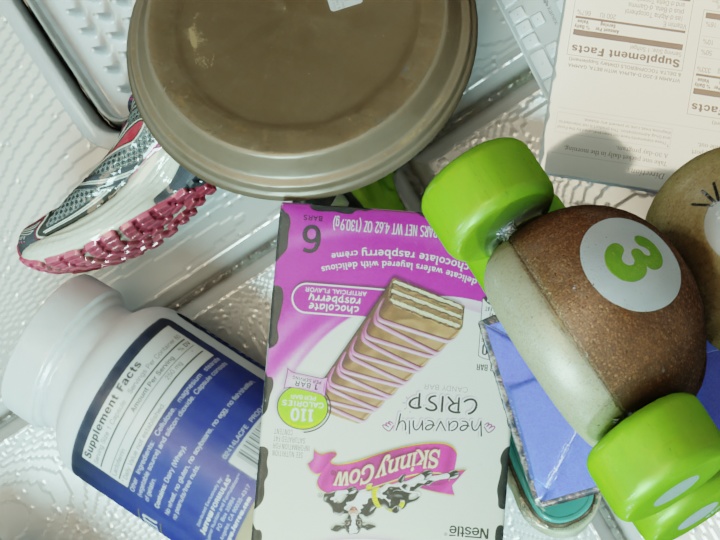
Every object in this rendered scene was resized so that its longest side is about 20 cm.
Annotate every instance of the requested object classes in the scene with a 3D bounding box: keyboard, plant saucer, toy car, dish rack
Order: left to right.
[{"bbox_3d":[-0.120,-0.189,1.195,0.200,0.044,0.172,-37,83,17],"label":"dish rack"},{"bbox_3d":[-0.035,-0.134,1.093,0.198,0.030,0.202,-3,67,7],"label":"plant saucer"},{"bbox_3d":[0.090,-0.193,1.142,0.056,0.011,0.201,-28,84,18],"label":"keyboard"},{"bbox_3d":[0.158,-0.008,0.859,0.199,0.158,0.165,-34,70,5],"label":"toy car"}]

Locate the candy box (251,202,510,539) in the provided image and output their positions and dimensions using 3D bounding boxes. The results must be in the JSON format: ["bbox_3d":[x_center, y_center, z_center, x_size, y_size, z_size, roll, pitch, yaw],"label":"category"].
[{"bbox_3d":[0.015,0.070,1.070,0.135,0.061,0.202,4,83,1],"label":"candy box"}]

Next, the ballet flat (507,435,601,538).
[{"bbox_3d":[0.083,0.057,1.133,0.067,0.062,0.202,-16,83,-2],"label":"ballet flat"}]

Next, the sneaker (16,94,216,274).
[{"bbox_3d":[-0.121,-0.065,1.157,0.199,0.081,0.075,-36,77,15],"label":"sneaker"}]

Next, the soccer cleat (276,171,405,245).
[{"bbox_3d":[0.000,0.000,1.161,0.081,0.067,0.202,-22,80,28],"label":"soccer cleat"}]

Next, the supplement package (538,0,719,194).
[{"bbox_3d":[0.207,-0.088,1.028,0.198,0.156,0.112,11,95,14],"label":"supplement package"}]

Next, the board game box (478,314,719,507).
[{"bbox_3d":[0.171,0.044,1.029,0.158,0.200,0.098,-18,86,19],"label":"board game box"}]

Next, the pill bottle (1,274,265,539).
[{"bbox_3d":[-0.107,0.092,1.170,0.199,0.116,0.116,32,103,14],"label":"pill bottle"}]

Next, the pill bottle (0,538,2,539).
[{"bbox_3d":[-0.177,0.253,1.207,0.200,0.109,0.110,39,104,12],"label":"pill bottle"}]
